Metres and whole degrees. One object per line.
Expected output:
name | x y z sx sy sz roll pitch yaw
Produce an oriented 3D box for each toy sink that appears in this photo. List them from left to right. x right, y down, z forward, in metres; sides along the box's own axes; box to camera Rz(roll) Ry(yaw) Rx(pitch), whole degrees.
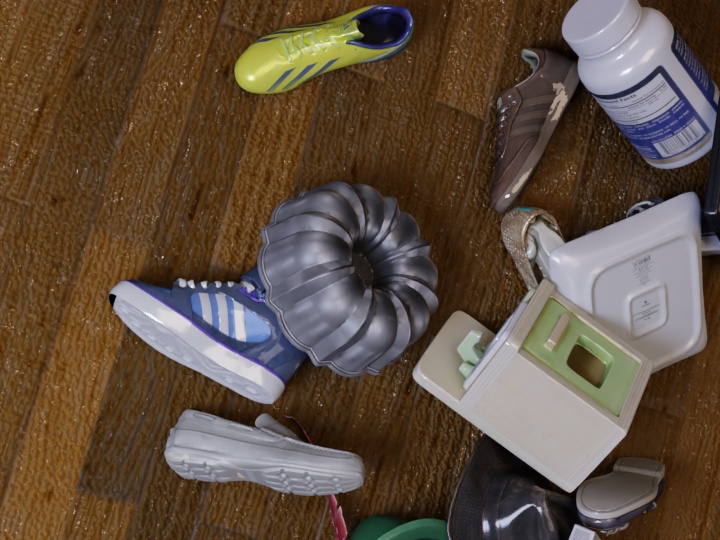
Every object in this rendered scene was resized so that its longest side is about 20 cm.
toy sink | 0.176 0.097 1.252 0.200 0.112 0.130 36 37 5

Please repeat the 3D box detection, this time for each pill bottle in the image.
pill bottle | 0.305 -0.212 1.345 0.200 0.111 0.111 43 71 -32

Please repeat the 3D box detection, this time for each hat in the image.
hat | 0.002 0.281 1.267 0.165 0.176 0.201 11 102 -38
hat | 0.173 0.258 1.240 0.200 0.081 0.202 11 75 -49

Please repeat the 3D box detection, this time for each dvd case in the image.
dvd case | 0.414 -0.093 1.369 0.017 0.200 0.144 3 73 29

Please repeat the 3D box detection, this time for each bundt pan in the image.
bundt pan | 0.000 0.000 1.234 0.201 0.076 0.203 19 59 -34

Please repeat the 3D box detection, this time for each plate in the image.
plate | 0.297 0.038 1.329 0.199 0.032 0.201 -21 118 -21

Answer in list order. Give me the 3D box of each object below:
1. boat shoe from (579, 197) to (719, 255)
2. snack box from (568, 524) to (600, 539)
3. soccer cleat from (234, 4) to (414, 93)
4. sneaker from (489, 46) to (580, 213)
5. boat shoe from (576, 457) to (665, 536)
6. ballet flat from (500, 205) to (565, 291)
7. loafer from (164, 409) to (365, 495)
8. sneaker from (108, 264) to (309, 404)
boat shoe | 0.322 -0.047 1.380 0.199 0.072 0.068 -5 83 -21
snack box | 0.228 0.311 1.248 0.024 0.200 0.072 17 74 25
soccer cleat | -0.036 -0.237 1.296 0.199 0.084 0.065 -19 88 -18
sneaker | 0.174 -0.156 1.365 0.075 0.071 0.201 27 70 6
boat shoe | 0.271 0.243 1.279 0.072 0.200 0.063 7 98 26
ballet flat | 0.217 0.020 1.343 0.070 0.065 0.201 -33 93 -20
loafer | -0.090 0.171 1.201 0.199 0.070 0.070 7 59 10
sneaker | -0.132 0.026 1.241 0.199 0.081 0.147 31 64 -5
